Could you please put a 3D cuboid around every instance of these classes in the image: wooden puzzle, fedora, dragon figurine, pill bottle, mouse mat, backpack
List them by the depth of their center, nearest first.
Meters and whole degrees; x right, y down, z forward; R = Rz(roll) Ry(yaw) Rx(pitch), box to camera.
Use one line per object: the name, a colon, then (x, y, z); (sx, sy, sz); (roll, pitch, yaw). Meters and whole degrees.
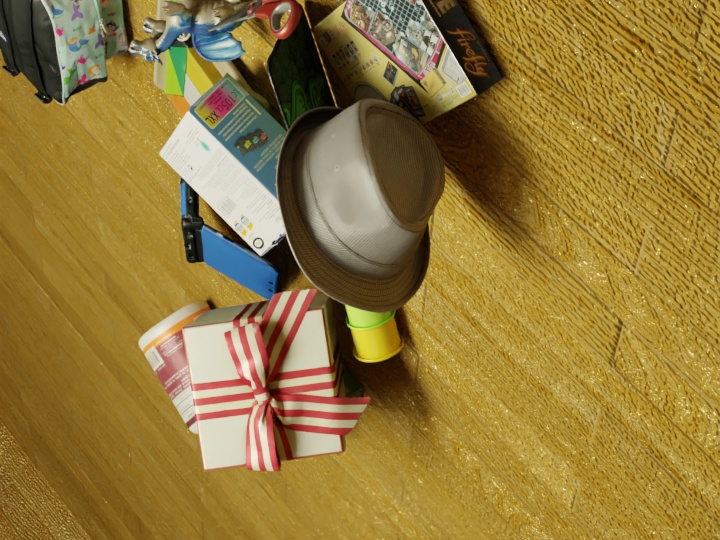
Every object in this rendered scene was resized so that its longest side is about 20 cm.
fedora: (0.015, -0.073, 1.372); (0.090, 0.175, 0.202); (-36, 41, 42)
mouse mat: (-0.048, -0.158, 1.492); (0.201, 0.007, 0.163); (-73, -33, -62)
dragon figurine: (-0.150, -0.259, 1.615); (0.100, 0.197, 0.060); (76, -165, -66)
wooden puzzle: (-0.183, -0.206, 1.808); (0.200, 0.037, 0.186); (50, 153, 21)
backpack: (-0.383, -0.332, 1.915); (0.177, 0.150, 0.201); (41, 156, 30)
pill bottle: (-0.213, 0.154, 2.154); (0.201, 0.113, 0.114); (58, 155, 4)

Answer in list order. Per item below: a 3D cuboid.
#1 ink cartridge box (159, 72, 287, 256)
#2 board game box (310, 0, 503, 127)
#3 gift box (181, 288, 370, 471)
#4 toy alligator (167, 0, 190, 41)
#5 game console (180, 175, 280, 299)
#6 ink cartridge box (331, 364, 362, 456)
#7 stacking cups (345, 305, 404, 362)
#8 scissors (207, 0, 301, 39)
ink cartridge box: (-0.117, -0.103, 1.712); (0.200, 0.076, 0.136); (46, 154, -3)
board game box: (0.038, -0.198, 1.396); (0.136, 0.034, 0.200); (58, 155, -5)
gift box: (-0.091, 0.114, 1.740); (0.187, 0.197, 0.187); (-62, -41, -82)
toy alligator: (-0.183, -0.296, 1.662); (0.059, 0.054, 0.200); (51, 145, 6)
game console: (-0.160, -0.063, 1.889); (0.200, 0.116, 0.173); (114, 155, -77)
ink cartridge box: (-0.084, 0.157, 1.959); (0.148, 0.075, 0.201); (51, 152, 19)
stacking cups: (0.000, 0.000, 1.661); (0.060, 0.060, 0.202); (26, 137, 50)
scissors: (-0.094, -0.258, 1.486); (0.014, 0.074, 0.199); (23, 177, -29)
